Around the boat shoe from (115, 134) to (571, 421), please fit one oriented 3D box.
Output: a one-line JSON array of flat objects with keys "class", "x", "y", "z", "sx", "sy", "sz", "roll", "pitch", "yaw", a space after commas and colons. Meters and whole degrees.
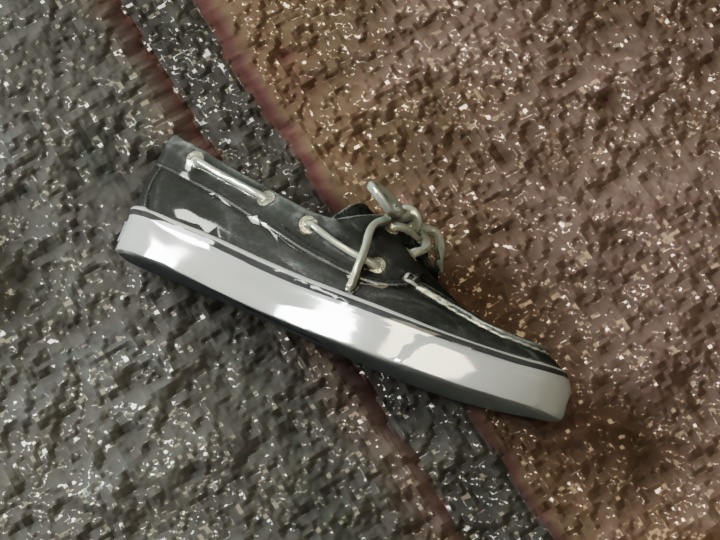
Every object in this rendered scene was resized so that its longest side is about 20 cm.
[{"class": "boat shoe", "x": 0.000, "y": 0.000, "z": 1.029, "sx": 0.199, "sy": 0.074, "sz": 0.068, "roll": 22, "pitch": 84, "yaw": 17}]
